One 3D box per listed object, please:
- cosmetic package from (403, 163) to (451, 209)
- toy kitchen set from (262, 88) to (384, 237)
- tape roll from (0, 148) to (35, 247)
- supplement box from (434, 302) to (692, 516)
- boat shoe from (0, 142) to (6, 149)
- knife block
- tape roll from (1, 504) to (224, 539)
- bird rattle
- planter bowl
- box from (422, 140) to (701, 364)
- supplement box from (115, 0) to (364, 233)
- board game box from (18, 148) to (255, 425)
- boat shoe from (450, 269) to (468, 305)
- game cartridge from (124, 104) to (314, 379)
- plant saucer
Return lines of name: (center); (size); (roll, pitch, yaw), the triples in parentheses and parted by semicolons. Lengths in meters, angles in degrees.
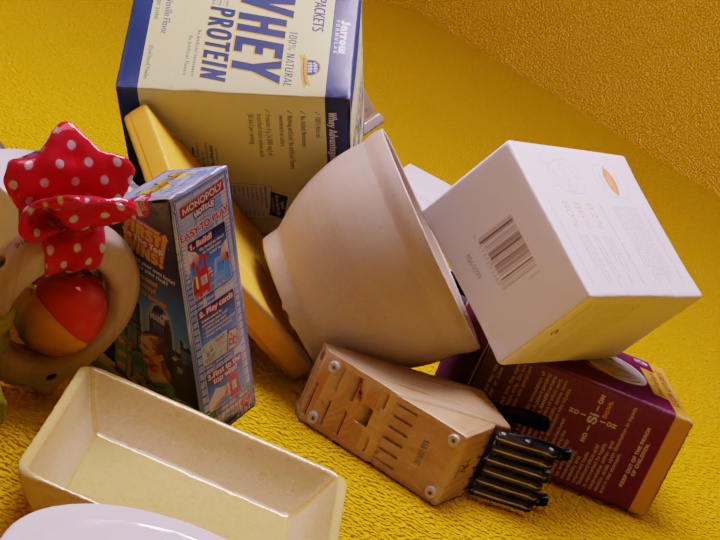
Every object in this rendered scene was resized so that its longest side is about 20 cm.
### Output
cosmetic package: (0.044, -0.041, 1.886); (0.084, 0.108, 0.200); (27, 16, 9)
toy kitchen set: (-0.033, -0.091, 1.784); (0.164, 0.199, 0.180); (61, -18, -22)
tape roll: (-0.234, -0.027, 1.470); (0.201, 0.071, 0.203); (23, 16, -7)
supplement box: (0.176, 0.117, 1.560); (0.199, 0.104, 0.131); (21, 17, -10)
boat shoe: (-0.401, -0.138, 1.578); (0.199, 0.072, 0.068); (32, 16, 26)
knife block: (0.069, 0.127, 1.438); (0.199, 0.064, 0.175); (30, 15, 21)
tape roll: (-0.101, 0.200, 0.881); (0.201, 0.071, 0.203); (23, 16, -7)
bird rattle: (-0.216, 0.007, 1.182); (0.112, 0.200, 0.163); (35, -6, 33)
planter bowl: (0.000, 0.000, 1.469); (0.200, 0.134, 0.201); (-24, 90, -85)
box: (0.173, -0.013, 1.489); (0.199, 0.106, 0.153); (3, 55, -53)
supplement box: (-0.100, -0.144, 1.561); (0.198, 0.201, 0.135); (3, 55, 3)
board game box: (-0.160, -0.009, 1.270); (0.199, 0.201, 0.062); (32, 44, 25)
boat shoe: (0.095, 0.028, 1.818); (0.074, 0.061, 0.199); (34, 17, 34)
game cartridge: (-0.119, -0.023, 1.465); (0.200, 0.032, 0.177); (49, 11, -43)
plant saucer: (-0.113, 0.148, 1.112); (0.199, 0.049, 0.200); (25, 15, -4)
